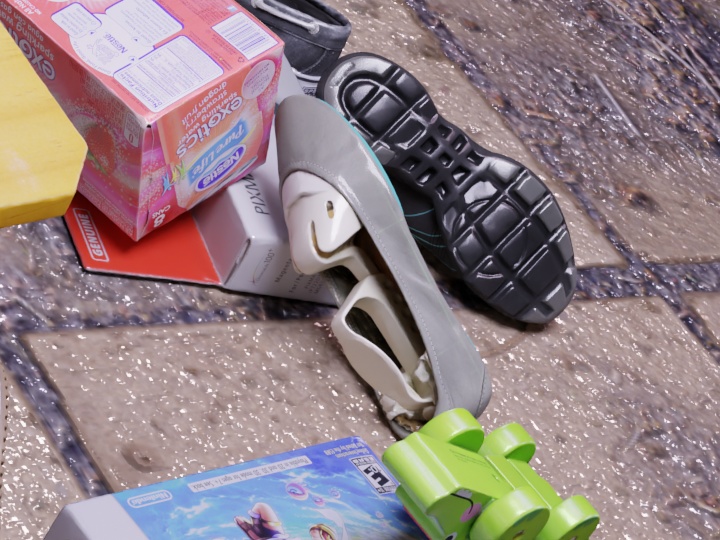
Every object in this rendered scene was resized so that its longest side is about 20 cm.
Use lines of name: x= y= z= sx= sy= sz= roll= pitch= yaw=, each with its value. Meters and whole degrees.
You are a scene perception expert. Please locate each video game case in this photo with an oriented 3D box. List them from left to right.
video game case: x=-0.020 y=0.166 z=1.100 sx=0.200 sy=0.046 sz=0.181 roll=-10 pitch=51 yaw=-48

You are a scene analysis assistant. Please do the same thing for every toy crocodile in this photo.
toy crocodile: x=0.061 y=0.113 z=1.162 sx=0.068 sy=0.062 sz=0.200 roll=48 pitch=11 yaw=23

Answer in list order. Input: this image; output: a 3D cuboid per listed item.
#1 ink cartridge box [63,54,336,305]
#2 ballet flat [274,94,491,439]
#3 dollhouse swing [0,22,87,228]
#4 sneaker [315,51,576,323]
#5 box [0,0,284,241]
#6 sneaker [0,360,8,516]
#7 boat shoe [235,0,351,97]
ink cartridge box: x=-0.097 y=-0.070 z=1.366 sx=0.173 sy=0.044 sz=0.200 roll=9 pitch=38 yaw=-34
ballet flat: x=0.000 y=0.000 z=1.279 sx=0.064 sy=0.067 sz=0.200 roll=-30 pitch=89 yaw=-41
dollhouse swing: x=-0.256 y=-0.037 z=1.065 sx=0.176 sy=0.182 sz=0.200 roll=-1 pitch=47 yaw=-54
sneaker: x=0.050 y=-0.050 z=1.430 sx=0.200 sy=0.075 sz=0.079 roll=48 pitch=-11 yaw=-7
box: x=-0.147 y=-0.124 z=1.309 sx=0.200 sy=0.095 sz=0.103 roll=40 pitch=53 yaw=23
sneaker: x=-0.213 y=0.084 z=1.024 sx=0.112 sy=0.071 sz=0.200 roll=20 pitch=35 yaw=-24
boat shoe: x=-0.094 y=-0.188 z=1.506 sx=0.199 sy=0.068 sz=0.074 roll=39 pitch=32 yaw=12
